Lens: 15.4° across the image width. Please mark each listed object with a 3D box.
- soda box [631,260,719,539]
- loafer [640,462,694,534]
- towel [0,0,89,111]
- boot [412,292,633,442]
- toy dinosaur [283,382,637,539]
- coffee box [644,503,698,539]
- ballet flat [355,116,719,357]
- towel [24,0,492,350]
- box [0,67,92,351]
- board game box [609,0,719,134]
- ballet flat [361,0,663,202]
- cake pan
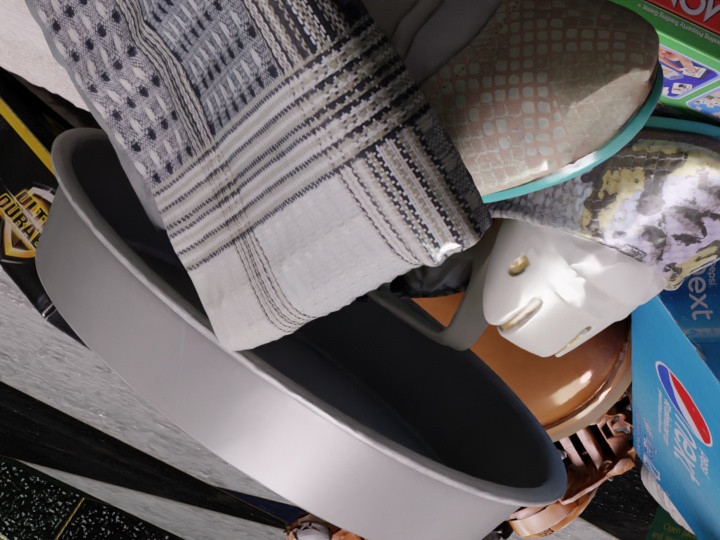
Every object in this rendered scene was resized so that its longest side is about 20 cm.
[{"bbox_3d":[0.138,0.042,0.922,0.068,0.064,0.200,56,174,21],"label":"soda box"},{"bbox_3d":[0.208,0.094,1.101,0.200,0.070,0.070,14,179,-30],"label":"loafer"},{"bbox_3d":[-0.121,-0.097,0.893,0.200,0.035,0.133,27,167,0],"label":"towel"},{"bbox_3d":[0.000,0.000,1.003,0.155,0.074,0.200,34,162,-34],"label":"boot"},{"bbox_3d":[0.066,0.075,1.075,0.199,0.102,0.136,-3,-156,16],"label":"toy dinosaur"},{"bbox_3d":[0.168,0.156,1.170,0.123,0.200,0.044,29,169,-40],"label":"coffee box"},{"bbox_3d":[0.051,-0.007,0.818,0.072,0.072,0.200,28,166,-31],"label":"ballet flat"},{"bbox_3d":[-0.056,-0.071,0.691,0.193,0.035,0.200,57,162,-4],"label":"towel"},{"bbox_3d":[-0.113,-0.016,1.100,0.160,0.049,0.200,48,-177,29],"label":"box"},{"bbox_3d":[0.063,-0.060,0.792,0.134,0.029,0.200,23,168,-11],"label":"board game box"},{"bbox_3d":[0.001,-0.055,0.705,0.062,0.068,0.200,43,161,-24],"label":"ballet flat"},{"bbox_3d":[-0.024,0.026,0.862,0.200,0.037,0.200,33,-168,-8],"label":"cake pan"}]
